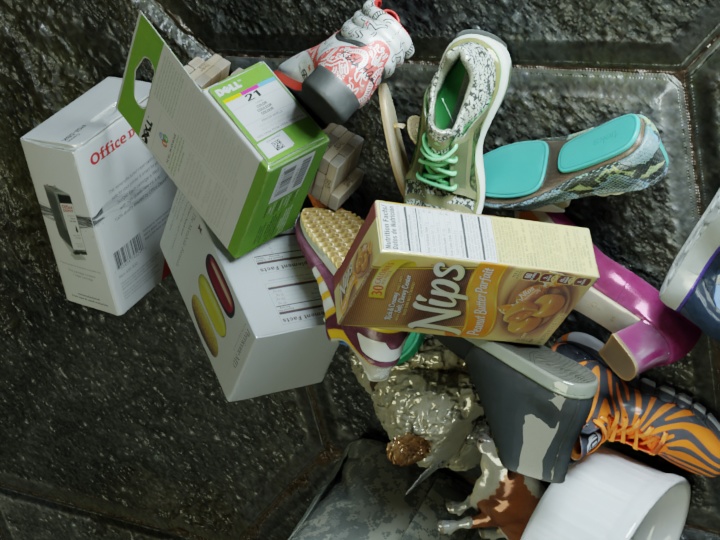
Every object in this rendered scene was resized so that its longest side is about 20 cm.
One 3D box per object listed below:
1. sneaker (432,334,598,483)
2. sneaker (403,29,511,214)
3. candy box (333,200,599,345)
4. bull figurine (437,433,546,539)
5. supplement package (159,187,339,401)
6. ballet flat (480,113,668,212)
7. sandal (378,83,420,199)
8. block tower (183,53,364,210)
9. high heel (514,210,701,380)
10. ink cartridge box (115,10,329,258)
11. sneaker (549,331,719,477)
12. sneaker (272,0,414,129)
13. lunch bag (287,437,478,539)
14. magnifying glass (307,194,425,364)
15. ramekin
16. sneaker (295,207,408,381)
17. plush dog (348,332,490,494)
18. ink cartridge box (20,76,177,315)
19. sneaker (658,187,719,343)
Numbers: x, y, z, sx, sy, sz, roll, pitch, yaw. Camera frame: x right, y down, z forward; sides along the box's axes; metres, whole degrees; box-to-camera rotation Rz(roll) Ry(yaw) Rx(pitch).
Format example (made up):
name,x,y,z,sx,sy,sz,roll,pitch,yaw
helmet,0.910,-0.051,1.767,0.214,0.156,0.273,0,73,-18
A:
name,x,y,z,sx,sy,sz,roll,pitch,yaw
sneaker,0.121,0.109,1.339,0.199,0.074,0.107,32,115,45
sneaker,0.069,-0.107,1.255,0.076,0.088,0.203,15,100,21
candy box,0.088,0.005,1.251,0.197,0.056,0.116,6,145,-19
bull figurine,0.153,0.245,1.499,0.120,0.066,0.200,-25,128,25
supplement package,-0.107,0.010,1.457,0.201,0.108,0.114,62,146,29
ballet flat,0.179,-0.080,1.271,0.199,0.074,0.075,-10,117,46
sandal,0.069,-0.081,1.360,0.069,0.078,0.214,-8,118,8
block tower,-0.088,-0.139,1.432,0.199,0.054,0.058,32,137,12
high heel,0.222,0.001,1.325,0.201,0.095,0.068,53,145,21
ink cartridge box,-0.133,-0.137,1.367,0.201,0.075,0.148,51,146,15
sneaker,0.242,0.151,1.364,0.199,0.112,0.078,31,137,13
sneaker,-0.013,-0.188,1.328,0.067,0.108,0.201,46,175,-15
lunch bag,0.017,0.291,1.588,0.167,0.200,0.140,36,135,3
magnifying glass,0.000,0.000,1.430,0.079,0.022,0.201,-34,66,16
ramekin,0.226,0.268,1.411,0.097,0.200,0.202,26,135,27
sneaker,-0.016,0.018,1.371,0.201,0.074,0.091,-122,39,-50
plush dog,0.048,0.106,1.472,0.172,0.159,0.201,50,143,29
ink cartridge box,-0.257,-0.080,1.539,0.082,0.147,0.202,13,129,31
sneaker,0.346,-0.009,1.193,0.145,0.081,0.201,29,133,4
